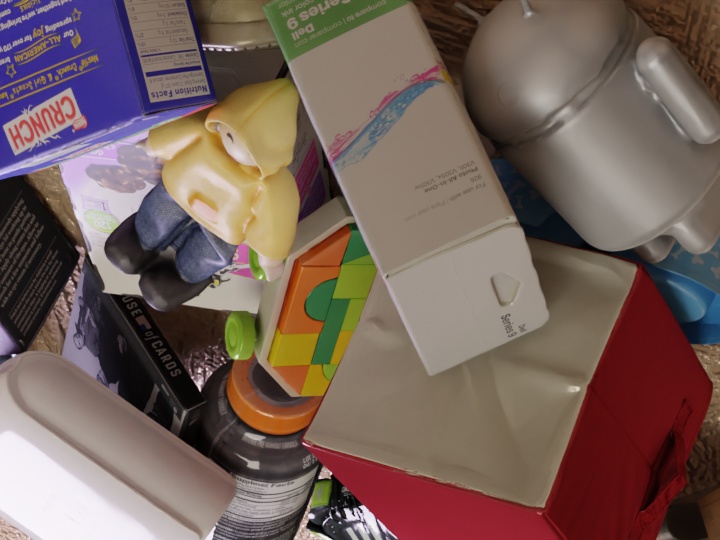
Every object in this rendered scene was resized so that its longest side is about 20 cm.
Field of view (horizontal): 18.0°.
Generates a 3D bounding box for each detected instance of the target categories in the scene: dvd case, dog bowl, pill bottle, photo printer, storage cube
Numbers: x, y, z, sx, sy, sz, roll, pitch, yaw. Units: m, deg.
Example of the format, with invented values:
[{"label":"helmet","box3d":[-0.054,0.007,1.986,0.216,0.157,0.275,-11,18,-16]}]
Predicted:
[{"label":"dvd case","box3d":[-0.179,0.099,1.722,0.151,0.025,0.200,54,149,23]},{"label":"dog bowl","box3d":[0.151,-0.015,1.438,0.199,0.050,0.112,18,159,9]},{"label":"pill bottle","box3d":[-0.078,0.133,1.706,0.106,0.107,0.200,23,141,2]},{"label":"photo printer","box3d":[-0.202,0.151,1.665,0.200,0.070,0.167,36,143,-1]},{"label":"storage cube","box3d":[0.098,0.087,1.424,0.199,0.172,0.180,14,160,30]}]

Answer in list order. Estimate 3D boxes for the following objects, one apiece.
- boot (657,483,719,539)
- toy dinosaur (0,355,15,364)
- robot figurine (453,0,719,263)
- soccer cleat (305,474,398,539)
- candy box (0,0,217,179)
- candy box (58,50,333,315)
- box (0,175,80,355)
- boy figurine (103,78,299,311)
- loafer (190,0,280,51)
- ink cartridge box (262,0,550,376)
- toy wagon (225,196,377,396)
[{"label":"boot","box3d":[0.219,0.200,1.602,0.199,0.071,0.146,10,151,-36]},{"label":"toy dinosaur","box3d":[-0.315,0.103,1.819,0.182,0.105,0.200,57,164,4]},{"label":"robot figurine","box3d":[0.138,-0.091,1.326,0.200,0.113,0.169,44,147,-23]},{"label":"soccer cleat","box3d":[0.007,0.170,1.647,0.081,0.068,0.200,16,157,-6]},{"label":"candy box","box3d":[-0.189,-0.170,1.367,0.168,0.077,0.201,-15,89,40]},{"label":"candy box","box3d":[-0.111,-0.065,1.524,0.167,0.072,0.201,8,138,20]},{"label":"box","box3d":[-0.326,-0.036,1.648,0.147,0.105,0.200,-8,132,35]},{"label":"boy figurine","box3d":[-0.086,-0.048,1.415,0.124,0.064,0.200,49,142,2]},{"label":"loafer","box3d":[-0.116,-0.173,1.409,0.199,0.075,0.069,8,98,37]},{"label":"ink cartridge box","box3d":[0.029,-0.061,1.318,0.087,0.201,0.145,-26,152,1]},{"label":"toy wagon","box3d":[0.000,0.000,1.497,0.154,0.040,0.201,-1,130,-25]}]
